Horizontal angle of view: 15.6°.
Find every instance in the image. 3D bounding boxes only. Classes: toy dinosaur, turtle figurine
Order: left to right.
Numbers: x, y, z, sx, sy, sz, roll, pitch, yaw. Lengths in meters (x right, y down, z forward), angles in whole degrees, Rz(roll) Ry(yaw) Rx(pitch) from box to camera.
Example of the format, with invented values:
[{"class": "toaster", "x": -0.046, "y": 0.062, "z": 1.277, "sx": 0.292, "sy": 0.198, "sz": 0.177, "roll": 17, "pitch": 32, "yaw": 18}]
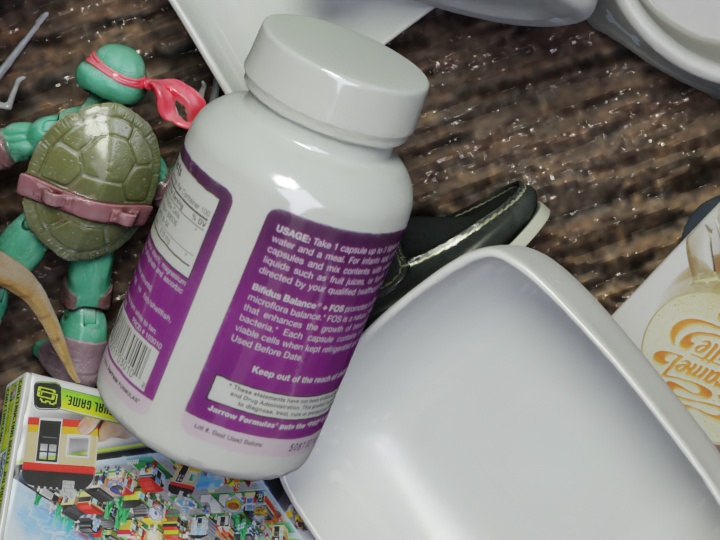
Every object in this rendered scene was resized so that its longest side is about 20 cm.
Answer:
[{"class": "toy dinosaur", "x": -0.195, "y": -0.010, "z": 1.217, "sx": 0.200, "sy": 0.060, "sz": 0.106, "roll": 7, "pitch": 129, "yaw": -43}, {"class": "turtle figurine", "x": -0.141, "y": -0.046, "z": 1.296, "sx": 0.149, "sy": 0.101, "sz": 0.201, "roll": 19, "pitch": 103, "yaw": -10}]

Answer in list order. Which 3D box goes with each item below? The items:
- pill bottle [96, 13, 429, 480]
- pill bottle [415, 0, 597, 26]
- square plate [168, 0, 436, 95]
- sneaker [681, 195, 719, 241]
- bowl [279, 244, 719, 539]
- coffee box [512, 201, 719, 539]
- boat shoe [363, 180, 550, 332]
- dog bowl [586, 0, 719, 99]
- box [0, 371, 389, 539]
[{"class": "pill bottle", "x": -0.041, "y": -0.013, "z": 1.230, "sx": 0.112, "sy": 0.112, "sz": 0.201, "roll": 20, "pitch": 110, "yaw": -10}, {"class": "pill bottle", "x": 0.077, "y": -0.226, "z": 1.257, "sx": 0.111, "sy": 0.111, "sz": 0.201, "roll": 13, "pitch": 85, "yaw": -9}, {"class": "square plate", "x": -0.033, "y": -0.200, "z": 1.287, "sx": 0.198, "sy": 0.028, "sz": 0.200, "roll": -38, "pitch": 103, "yaw": -19}, {"class": "sneaker", "x": 0.249, "y": 0.039, "z": 1.359, "sx": 0.200, "sy": 0.082, "sz": 0.070, "roll": 43, "pitch": 93, "yaw": -12}, {"class": "bowl", "x": 0.078, "y": 0.098, "z": 1.284, "sx": 0.200, "sy": 0.075, "sz": 0.200, "roll": 50, "pitch": 121, "yaw": 5}, {"class": "coffee box", "x": 0.189, "y": 0.040, "z": 1.307, "sx": 0.114, "sy": 0.080, "sz": 0.200, "roll": 45, "pitch": 115, "yaw": 9}, {"class": "boat shoe", "x": 0.000, "y": 0.000, "z": 1.329, "sx": 0.199, "sy": 0.072, "sz": 0.068, "roll": -25, "pitch": 103, "yaw": 2}, {"class": "dog bowl", "x": 0.199, "y": -0.181, "z": 1.326, "sx": 0.199, "sy": 0.059, "sz": 0.201, "roll": -1, "pitch": 101, "yaw": -6}, {"class": "box", "x": -0.087, "y": 0.128, "z": 1.319, "sx": 0.199, "sy": 0.035, "sz": 0.110, "roll": 15, "pitch": 70, "yaw": -22}]
